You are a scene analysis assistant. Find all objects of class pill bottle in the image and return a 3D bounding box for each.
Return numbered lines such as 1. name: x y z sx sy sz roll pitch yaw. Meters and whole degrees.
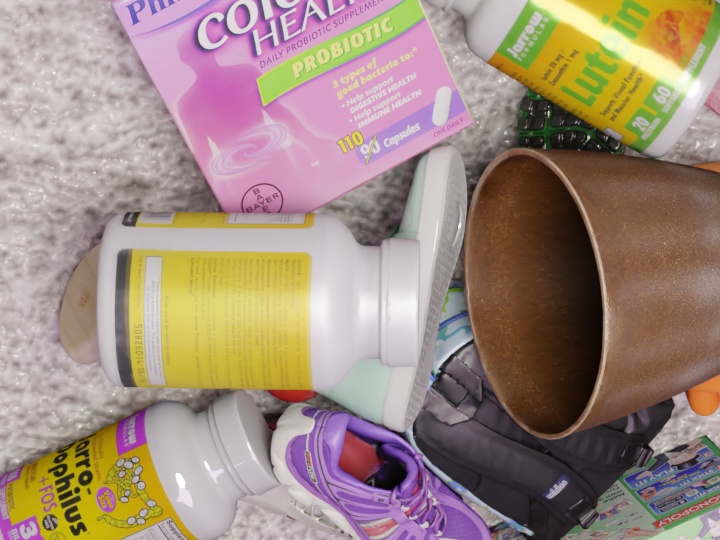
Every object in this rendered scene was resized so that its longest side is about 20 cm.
1. pill bottle: 0.137 -0.168 1.410 0.199 0.111 0.111 30 107 -3
2. pill bottle: -0.158 0.157 1.503 0.199 0.104 0.104 -26 123 9
3. pill bottle: -0.062 0.020 1.361 0.199 0.112 0.113 1 119 2

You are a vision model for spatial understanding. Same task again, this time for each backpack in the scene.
1. backpack: 0.101 0.094 1.562 0.200 0.154 0.163 21 114 -47

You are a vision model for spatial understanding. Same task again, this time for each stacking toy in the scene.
1. stacking toy: -0.105 0.047 1.497 0.199 0.085 0.086 19 110 -30

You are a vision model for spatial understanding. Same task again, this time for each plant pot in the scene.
1. plant pot: 0.198 0.003 1.413 0.199 0.187 0.188 -8 120 -23

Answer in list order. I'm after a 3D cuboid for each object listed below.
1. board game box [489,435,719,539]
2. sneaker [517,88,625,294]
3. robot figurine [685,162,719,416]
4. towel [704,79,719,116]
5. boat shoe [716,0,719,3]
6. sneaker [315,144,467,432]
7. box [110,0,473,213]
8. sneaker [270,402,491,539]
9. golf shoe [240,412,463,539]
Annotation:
1. board game box: 0.199 0.195 1.639 0.199 0.135 0.029 -23 107 -5
2. sneaker: 0.146 -0.071 1.525 0.078 0.085 0.201 22 100 17
3. robot figurine: 0.262 0.007 1.570 0.117 0.143 0.201 -41 132 -41
4. towel: 0.329 -0.137 1.471 0.144 0.023 0.200 39 139 -5
5. boat shoe: 0.253 -0.225 1.471 0.199 0.069 0.057 -28 122 0
6. sneaker: 0.000 0.000 1.448 0.118 0.074 0.201 18 108 15
7. box: -0.050 -0.150 1.395 0.175 0.097 0.200 -28 122 -2
8. sneaker: 0.025 0.160 1.496 0.200 0.083 0.081 36 63 -33
9. golf shoe: -0.016 0.157 1.575 0.199 0.092 0.073 7 118 -19
